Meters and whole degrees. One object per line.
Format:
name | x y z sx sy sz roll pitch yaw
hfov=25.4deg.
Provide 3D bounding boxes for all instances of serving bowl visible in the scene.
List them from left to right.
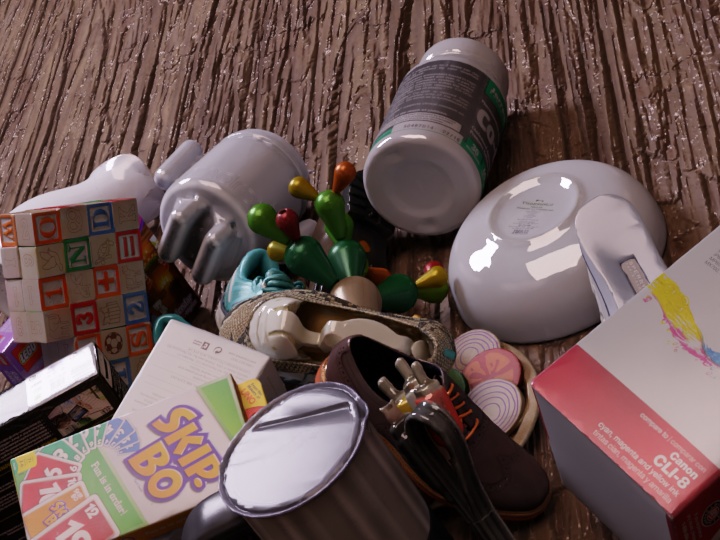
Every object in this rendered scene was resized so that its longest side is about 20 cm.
serving bowl | 0.161 -0.031 1.387 0.199 0.066 0.201 -20 36 16

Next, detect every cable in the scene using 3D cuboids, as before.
cable | 0.082 0.147 1.104 0.050 0.200 0.097 -40 2 -20

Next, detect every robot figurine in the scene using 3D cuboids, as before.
robot figurine | -0.121 -0.067 1.582 0.200 0.169 0.113 -50 -7 -49

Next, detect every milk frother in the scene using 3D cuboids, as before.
milk frother | -0.013 0.219 1.090 0.180 0.189 0.200 -37 33 -4

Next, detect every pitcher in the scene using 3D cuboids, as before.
pitcher | -0.324 -0.028 1.718 0.171 0.122 0.200 -23 18 48

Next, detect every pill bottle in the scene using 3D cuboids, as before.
pill bottle | 0.079 -0.134 1.528 0.112 0.114 0.201 -11 33 25

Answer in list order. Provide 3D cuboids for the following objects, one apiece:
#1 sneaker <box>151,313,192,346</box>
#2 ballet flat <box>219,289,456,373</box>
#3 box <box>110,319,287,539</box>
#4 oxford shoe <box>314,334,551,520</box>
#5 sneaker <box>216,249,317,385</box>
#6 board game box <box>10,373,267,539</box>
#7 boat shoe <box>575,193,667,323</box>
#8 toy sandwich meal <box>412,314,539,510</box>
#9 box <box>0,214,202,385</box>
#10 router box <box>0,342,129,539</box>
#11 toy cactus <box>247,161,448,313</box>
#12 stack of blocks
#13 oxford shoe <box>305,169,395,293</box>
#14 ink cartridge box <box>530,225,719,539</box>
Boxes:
sneaker | -0.138 0.103 1.429 0.077 0.080 0.200 -38 36 -10
ballet flat | -0.024 0.050 1.256 0.198 0.075 0.069 7 82 13
box | -0.143 0.163 1.269 0.097 0.125 0.201 19 65 22
oxford shoe | 0.059 0.117 1.179 0.071 0.199 0.073 -60 0 -32
sneaker | -0.081 0.041 1.391 0.080 0.077 0.200 -69 25 15
board game box | -0.157 0.150 1.192 0.198 0.030 0.096 -20 58 -2
boat shoe | 0.220 0.044 1.246 0.074 0.086 0.203 -24 64 1
toy sandwich meal | 0.047 0.114 1.284 0.204 0.071 0.206 -20 36 15
box | -0.251 0.053 1.524 0.039 0.137 0.201 3 47 44
router box | -0.278 0.171 1.386 0.199 0.150 0.051 -28 35 3
toy cactus | 0.000 0.000 1.362 0.102 0.199 0.166 -44 31 26
stack of blocks | -0.254 0.041 1.450 0.115 0.202 0.058 -12 9 -43
oxford shoe | -0.019 0.006 1.489 0.084 0.072 0.201 -35 29 43
ink cartridge box | 0.243 0.093 1.077 0.200 0.146 0.145 -38 51 -11
